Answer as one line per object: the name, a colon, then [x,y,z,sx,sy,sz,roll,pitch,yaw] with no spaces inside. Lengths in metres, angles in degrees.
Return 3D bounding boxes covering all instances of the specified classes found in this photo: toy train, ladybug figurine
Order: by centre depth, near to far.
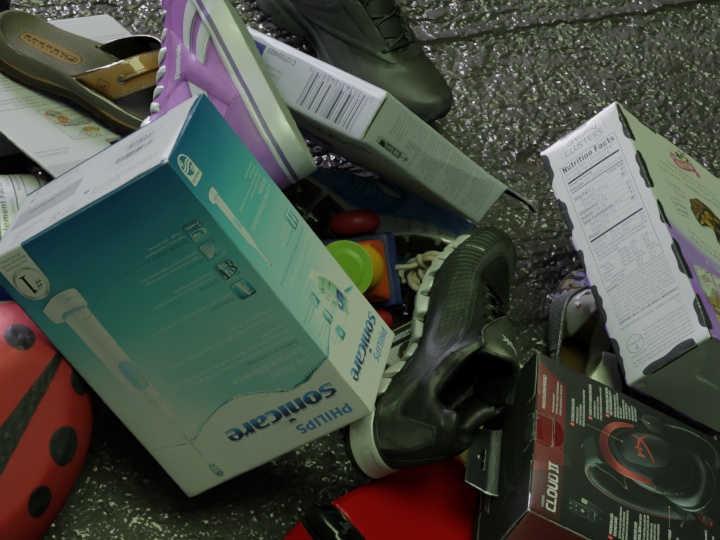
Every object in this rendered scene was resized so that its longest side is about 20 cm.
ladybug figurine: [-0.224,0.102,1.119,0.136,0.072,0.200,36,66,-23]
toy train: [0.000,0.000,1.229,0.199,0.116,0.085,-8,87,5]

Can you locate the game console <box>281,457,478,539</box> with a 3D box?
game console: [0.036,0.233,1.131,0.200,0.172,0.119,47,13,21]

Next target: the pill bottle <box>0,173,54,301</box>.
pill bottle: [-0.214,-0.007,1.218,0.199,0.112,0.112,-4,54,-18]

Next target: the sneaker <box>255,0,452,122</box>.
sneaker: [-0.002,-0.191,1.437,0.200,0.091,0.076,44,44,17]

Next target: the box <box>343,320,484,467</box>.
box: [0.063,0.130,1.231,0.075,0.050,0.200,-24,64,-32]

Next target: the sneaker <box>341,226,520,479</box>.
sneaker: [0.069,0.048,1.168,0.090,0.067,0.200,-5,39,38]

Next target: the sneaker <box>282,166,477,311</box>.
sneaker: [-0.004,-0.033,1.342,0.200,0.079,0.090,23,29,1]

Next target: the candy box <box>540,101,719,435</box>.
candy box: [0.223,0.005,1.311,0.168,0.071,0.200,27,37,-46]

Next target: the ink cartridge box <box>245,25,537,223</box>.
ink cartridge box: [-0.002,-0.097,1.301,0.199,0.200,0.041,30,89,41]

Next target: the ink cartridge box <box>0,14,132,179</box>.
ink cartridge box: [-0.194,-0.106,1.293,0.176,0.045,0.200,40,32,25]

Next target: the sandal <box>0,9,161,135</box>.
sandal: [-0.156,-0.136,1.268,0.200,0.055,0.082,26,29,4]

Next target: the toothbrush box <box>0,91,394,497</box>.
toothbrush box: [-0.097,0.019,1.124,0.200,0.146,0.085,51,29,-20]

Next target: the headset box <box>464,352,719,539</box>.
headset box: [0.155,0.149,1.157,0.200,0.075,0.149,26,35,-12]

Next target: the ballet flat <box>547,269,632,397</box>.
ballet flat: [0.164,0.064,1.302,0.072,0.072,0.201,15,50,-4]

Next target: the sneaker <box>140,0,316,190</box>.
sneaker: [-0.116,-0.115,1.199,0.114,0.073,0.201,-30,54,6]

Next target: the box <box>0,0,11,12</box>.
box: [-0.366,-0.171,1.308,0.148,0.104,0.200,43,53,17]
